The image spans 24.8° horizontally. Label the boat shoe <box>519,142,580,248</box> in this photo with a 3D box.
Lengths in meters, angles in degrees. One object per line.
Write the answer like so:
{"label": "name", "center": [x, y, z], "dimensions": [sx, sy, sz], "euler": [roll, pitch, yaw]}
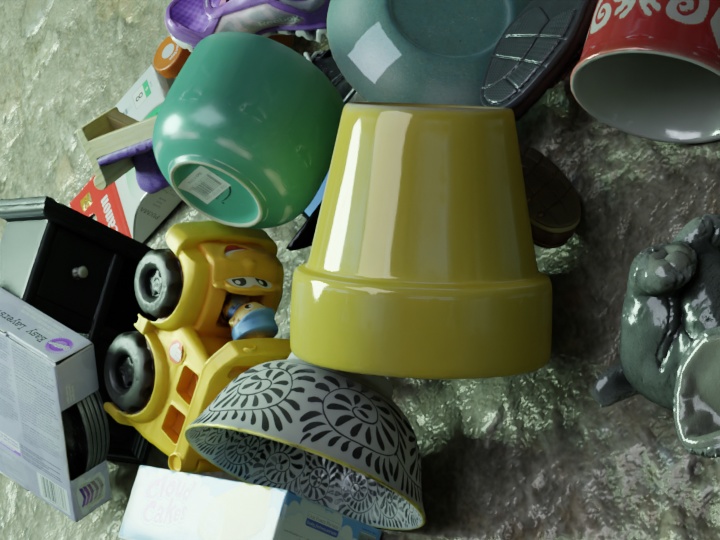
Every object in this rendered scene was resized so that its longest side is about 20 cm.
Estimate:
{"label": "boat shoe", "center": [0.108, -0.070, 1.349], "dimensions": [0.200, 0.071, 0.068], "euler": [43, 134, 42]}

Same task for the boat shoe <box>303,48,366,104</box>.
{"label": "boat shoe", "center": [-0.037, -0.162, 1.456], "dimensions": [0.200, 0.067, 0.072], "euler": [-38, 25, 45]}

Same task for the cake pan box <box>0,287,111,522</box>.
{"label": "cake pan box", "center": [-0.314, 0.116, 1.524], "dimensions": [0.199, 0.052, 0.186], "euler": [25, 132, 35]}

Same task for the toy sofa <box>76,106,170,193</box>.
{"label": "toy sofa", "center": [-0.166, -0.132, 1.597], "dimensions": [0.198, 0.098, 0.083], "euler": [-17, 15, 24]}

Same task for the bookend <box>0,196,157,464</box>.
{"label": "bookend", "center": [-0.277, 0.059, 1.579], "dimensions": [0.092, 0.199, 0.201], "euler": [-1, 67, 47]}

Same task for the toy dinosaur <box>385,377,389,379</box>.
{"label": "toy dinosaur", "center": [0.000, 0.000, 1.406], "dimensions": [0.200, 0.105, 0.183], "euler": [-38, 26, 41]}

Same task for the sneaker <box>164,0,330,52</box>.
{"label": "sneaker", "center": [-0.098, -0.267, 1.593], "dimensions": [0.198, 0.089, 0.081], "euler": [-6, 63, 10]}

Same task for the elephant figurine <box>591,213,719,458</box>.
{"label": "elephant figurine", "center": [0.257, 0.067, 1.051], "dimensions": [0.140, 0.156, 0.200], "euler": [-22, 45, -14]}

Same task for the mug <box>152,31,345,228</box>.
{"label": "mug", "center": [-0.095, -0.098, 1.399], "dimensions": [0.151, 0.186, 0.115], "euler": [11, 57, 25]}

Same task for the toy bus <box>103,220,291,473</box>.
{"label": "toy bus", "center": [-0.114, 0.083, 1.422], "dimensions": [0.192, 0.135, 0.202], "euler": [40, 117, 44]}

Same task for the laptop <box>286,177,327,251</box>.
{"label": "laptop", "center": [-0.022, -0.122, 1.477], "dimensions": [0.103, 0.200, 0.178], "euler": [39, 102, 7]}

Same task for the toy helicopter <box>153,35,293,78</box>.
{"label": "toy helicopter", "center": [-0.113, -0.246, 1.674], "dimensions": [0.201, 0.079, 0.132], "euler": [-54, 39, 0]}

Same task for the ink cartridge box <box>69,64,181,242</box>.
{"label": "ink cartridge box", "center": [-0.253, -0.100, 1.763], "dimensions": [0.200, 0.050, 0.162], "euler": [-43, 43, 18]}

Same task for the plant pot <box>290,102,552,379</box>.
{"label": "plant pot", "center": [0.049, -0.029, 1.231], "dimensions": [0.200, 0.199, 0.191], "euler": [11, 101, 49]}

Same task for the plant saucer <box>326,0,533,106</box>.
{"label": "plant saucer", "center": [0.072, -0.210, 1.372], "dimensions": [0.039, 0.199, 0.203], "euler": [106, 166, -60]}

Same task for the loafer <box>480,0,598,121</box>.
{"label": "loafer", "center": [0.169, -0.200, 1.329], "dimensions": [0.072, 0.063, 0.201], "euler": [17, 73, 48]}

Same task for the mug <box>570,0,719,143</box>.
{"label": "mug", "center": [0.227, -0.214, 1.247], "dimensions": [0.176, 0.133, 0.202], "euler": [-4, 62, 44]}

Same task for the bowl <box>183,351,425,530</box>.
{"label": "bowl", "center": [-0.029, 0.121, 1.282], "dimensions": [0.200, 0.200, 0.095], "euler": [0, 61, 47]}

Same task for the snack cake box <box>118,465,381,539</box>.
{"label": "snack cake box", "center": [-0.094, 0.219, 1.356], "dimensions": [0.199, 0.115, 0.068], "euler": [1, 69, 47]}
